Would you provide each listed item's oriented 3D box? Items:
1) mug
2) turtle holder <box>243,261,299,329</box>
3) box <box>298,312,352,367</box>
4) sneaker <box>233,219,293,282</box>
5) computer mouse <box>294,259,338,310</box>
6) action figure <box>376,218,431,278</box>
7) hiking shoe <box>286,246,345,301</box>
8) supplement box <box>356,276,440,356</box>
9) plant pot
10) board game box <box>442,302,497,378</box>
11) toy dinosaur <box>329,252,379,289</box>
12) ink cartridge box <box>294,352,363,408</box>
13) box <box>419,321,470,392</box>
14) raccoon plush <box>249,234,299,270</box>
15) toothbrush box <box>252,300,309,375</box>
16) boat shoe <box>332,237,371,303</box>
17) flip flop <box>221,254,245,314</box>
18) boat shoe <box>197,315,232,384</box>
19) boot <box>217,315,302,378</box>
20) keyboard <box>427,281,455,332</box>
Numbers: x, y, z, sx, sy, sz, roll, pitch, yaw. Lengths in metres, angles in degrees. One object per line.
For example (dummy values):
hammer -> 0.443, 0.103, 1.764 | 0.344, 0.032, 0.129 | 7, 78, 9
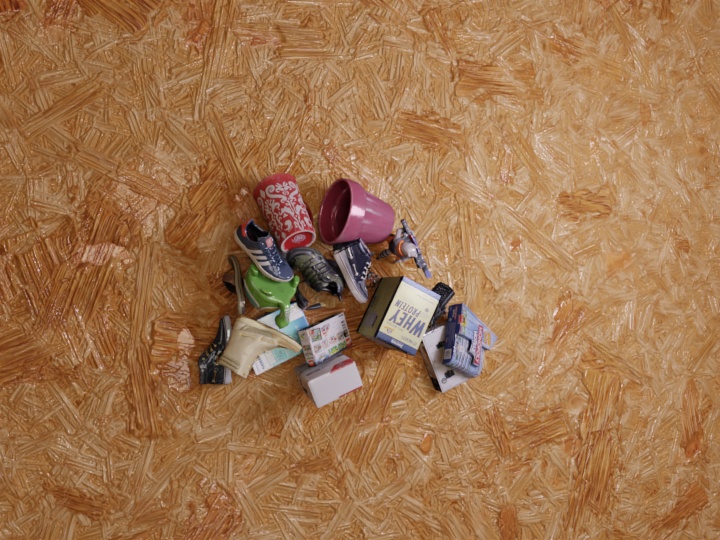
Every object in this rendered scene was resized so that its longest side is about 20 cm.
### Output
mug -> -0.195, -0.164, 1.554 | 0.177, 0.134, 0.200 | -10, 60, -32
turtle holder -> -0.247, 0.059, 1.516 | 0.185, 0.132, 0.141 | 38, 44, -1
box -> -0.101, 0.202, 1.593 | 0.200, 0.035, 0.110 | -19, 95, -59
sneaker -> -0.249, -0.054, 1.442 | 0.200, 0.084, 0.075 | 43, 43, -7
computer mouse -> -0.121, 0.037, 1.607 | 0.200, 0.046, 0.141 | -17, 76, -38
action figure -> 0.129, -0.047, 1.653 | 0.104, 0.193, 0.200 | -30, 97, -15
hiking shoe -> -0.122, 0.008, 1.530 | 0.200, 0.101, 0.076 | 31, 123, -22
supplement box -> 0.111, 0.134, 1.638 | 0.134, 0.200, 0.201 | 27, 81, -15
plant pot -> -0.005, -0.161, 1.630 | 0.179, 0.200, 0.201 | 11, 85, -32
board game box -> 0.359, 0.236, 1.737 | 0.200, 0.062, 0.201 | 28, 61, -34
toy dinosaur -> -0.014, 0.003, 1.647 | 0.200, 0.102, 0.136 | 12, 90, -60
ink cartridge box -> -0.097, 0.311, 1.570 | 0.146, 0.200, 0.083 | -22, 98, -16
box -> 0.268, 0.280, 1.755 | 0.116, 0.060, 0.201 | -23, 95, -17
raccoon plush -> -0.242, -0.062, 1.570 | 0.199, 0.134, 0.097 | 11, 84, -16
toothbrush box -> -0.250, 0.195, 1.586 | 0.200, 0.085, 0.147 | -24, 94, -15
boat shoe -> 0.000, 0.000, 1.563 | 0.092, 0.075, 0.200 | -22, 116, 12
flip flop -> -0.361, 0.038, 1.522 | 0.057, 0.081, 0.200 | -10, 58, -10
boat shoe -> -0.417, 0.230, 1.540 | 0.091, 0.071, 0.201 | 1, 90, -21
boot -> -0.278, 0.230, 1.491 | 0.199, 0.073, 0.156 | 25, 78, -7
keyboard -> 0.227, 0.121, 1.727 | 0.200, 0.104, 0.040 | -49, 142, -13
